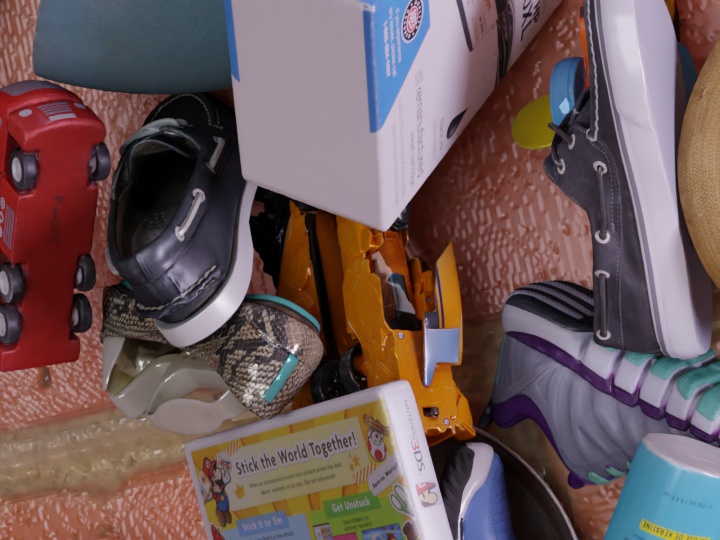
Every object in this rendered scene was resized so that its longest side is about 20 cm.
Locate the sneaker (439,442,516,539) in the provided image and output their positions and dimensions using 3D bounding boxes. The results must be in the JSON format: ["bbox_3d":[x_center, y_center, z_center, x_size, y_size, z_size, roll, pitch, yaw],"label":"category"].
[{"bbox_3d":[0.074,0.183,1.320,0.077,0.076,0.201,-6,89,2],"label":"sneaker"}]

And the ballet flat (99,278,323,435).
[{"bbox_3d":[-0.091,0.046,1.367,0.200,0.068,0.075,6,64,58],"label":"ballet flat"}]

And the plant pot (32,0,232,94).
[{"bbox_3d":[-0.069,-0.171,1.349,0.134,0.200,0.201,19,100,0],"label":"plant pot"}]

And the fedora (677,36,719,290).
[{"bbox_3d":[0.239,-0.055,1.239,0.200,0.082,0.201,0,90,-2],"label":"fedora"}]

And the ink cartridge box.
[{"bbox_3d":[0.024,-0.142,1.266,0.084,0.200,0.145,21,142,22],"label":"ink cartridge box"}]

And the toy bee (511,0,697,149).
[{"bbox_3d":[0.141,-0.101,1.301,0.131,0.109,0.200,13,121,15],"label":"toy bee"}]

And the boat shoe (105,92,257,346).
[{"bbox_3d":[-0.092,-0.044,1.356,0.076,0.200,0.060,-34,120,12],"label":"boat shoe"}]

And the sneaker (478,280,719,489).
[{"bbox_3d":[0.149,0.082,1.315,0.200,0.074,0.088,30,116,31],"label":"sneaker"}]

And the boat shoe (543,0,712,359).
[{"bbox_3d":[0.117,-0.047,1.240,0.066,0.070,0.200,-3,124,19],"label":"boat shoe"}]

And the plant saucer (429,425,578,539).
[{"bbox_3d":[0.030,0.171,1.385,0.200,0.032,0.201,0,91,25],"label":"plant saucer"}]

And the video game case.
[{"bbox_3d":[-0.011,0.157,1.318,0.200,0.023,0.182,-20,84,57],"label":"video game case"}]

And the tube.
[{"bbox_3d":[0.127,0.176,1.257,0.077,0.050,0.200,17,104,5],"label":"tube"}]

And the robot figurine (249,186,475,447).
[{"bbox_3d":[0.000,0.000,1.351,0.145,0.058,0.200,-30,62,50],"label":"robot figurine"}]

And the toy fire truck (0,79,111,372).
[{"bbox_3d":[-0.189,-0.021,1.406,0.141,0.049,0.200,46,135,46],"label":"toy fire truck"}]
